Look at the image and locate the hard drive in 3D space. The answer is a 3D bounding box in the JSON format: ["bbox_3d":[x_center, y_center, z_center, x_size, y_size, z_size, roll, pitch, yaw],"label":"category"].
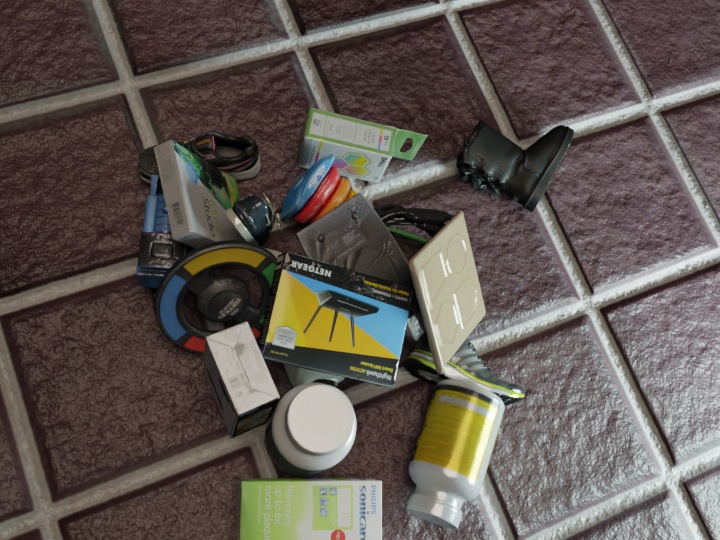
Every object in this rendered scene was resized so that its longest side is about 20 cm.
[{"bbox_3d":[0.000,0.000,1.202,0.135,0.042,0.201,-34,97,-20],"label":"hard drive"}]

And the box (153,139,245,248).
[{"bbox_3d":[-0.232,-0.097,1.206,0.036,0.200,0.145,-19,75,13],"label":"box"}]

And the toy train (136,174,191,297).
[{"bbox_3d":[-0.293,-0.059,1.219,0.086,0.114,0.201,6,71,-10],"label":"toy train"}]

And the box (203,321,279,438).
[{"bbox_3d":[-0.172,0.158,1.126,0.060,0.200,0.117,-21,75,-19],"label":"box"}]

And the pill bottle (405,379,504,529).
[{"bbox_3d":[0.137,0.273,1.196,0.112,0.112,0.201,23,68,-3],"label":"pill bottle"}]

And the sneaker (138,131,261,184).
[{"bbox_3d":[-0.258,-0.191,1.286,0.199,0.086,0.081,-10,72,-14],"label":"sneaker"}]

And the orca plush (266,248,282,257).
[{"bbox_3d":[-0.079,0.037,1.273,0.199,0.071,0.105,19,24,-9],"label":"orca plush"}]

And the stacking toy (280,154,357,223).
[{"bbox_3d":[-0.021,-0.083,1.303,0.200,0.110,0.116,38,69,-13],"label":"stacking toy"}]

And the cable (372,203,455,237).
[{"bbox_3d":[0.065,-0.022,1.284,0.199,0.051,0.164,2,106,-16],"label":"cable"}]

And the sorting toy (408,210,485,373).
[{"bbox_3d":[0.131,0.030,1.224,0.200,0.036,0.186,-46,127,-49],"label":"sorting toy"}]

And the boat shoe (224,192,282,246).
[{"bbox_3d":[-0.157,-0.081,1.208,0.062,0.200,0.075,-35,85,-1],"label":"boat shoe"}]

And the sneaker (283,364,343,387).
[{"bbox_3d":[-0.030,0.127,1.244,0.199,0.076,0.093,-18,98,-20],"label":"sneaker"}]

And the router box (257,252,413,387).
[{"bbox_3d":[-0.035,0.072,1.130,0.199,0.051,0.150,15,80,-19],"label":"router box"}]

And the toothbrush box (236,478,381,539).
[{"bbox_3d":[-0.074,0.369,1.129,0.199,0.086,0.147,4,78,-12],"label":"toothbrush box"}]

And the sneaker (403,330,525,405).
[{"bbox_3d":[0.173,0.153,1.268,0.199,0.074,0.081,24,64,-5],"label":"sneaker"}]

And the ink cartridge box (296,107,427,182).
[{"bbox_3d":[0.000,-0.200,1.333,0.199,0.104,0.060,11,70,-8],"label":"ink cartridge box"}]

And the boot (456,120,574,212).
[{"bbox_3d":[0.270,-0.211,1.412,0.162,0.073,0.199,30,69,3],"label":"boot"}]

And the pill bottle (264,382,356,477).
[{"bbox_3d":[-0.069,0.223,1.124,0.119,0.200,0.120,3,71,-10],"label":"pill bottle"}]

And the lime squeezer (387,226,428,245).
[{"bbox_3d":[0.128,-0.013,1.339,0.071,0.038,0.200,-39,83,11],"label":"lime squeezer"}]

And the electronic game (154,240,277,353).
[{"bbox_3d":[-0.202,0.042,1.175,0.199,0.201,0.042,-16,40,-16],"label":"electronic game"}]
